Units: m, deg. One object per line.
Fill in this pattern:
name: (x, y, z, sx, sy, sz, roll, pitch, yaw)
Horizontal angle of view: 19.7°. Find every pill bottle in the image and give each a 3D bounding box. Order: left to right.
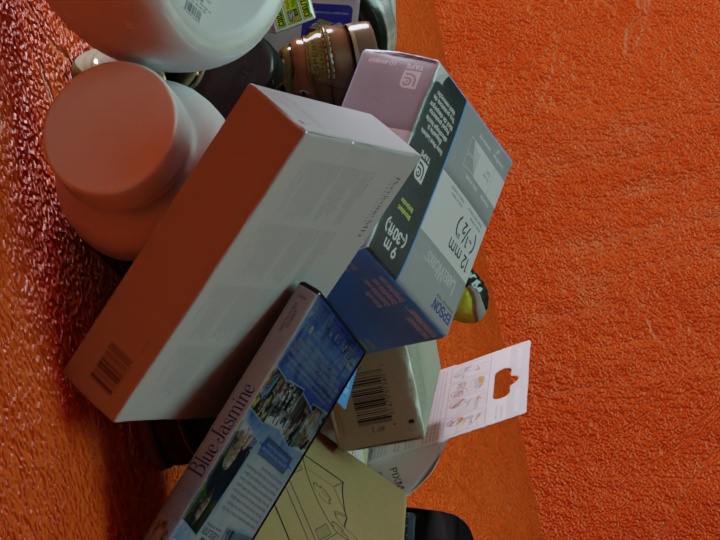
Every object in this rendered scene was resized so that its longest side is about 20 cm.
pill bottle: (-0.117, -0.047, 1.249, 0.200, 0.110, 0.112, 55, 25, -66)

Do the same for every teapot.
teapot: (-0.135, -0.209, 1.219, 0.197, 0.145, 0.202, -38, 126, -51)

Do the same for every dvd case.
dvd case: (-0.066, 0.113, 1.251, 0.201, 0.017, 0.143, -59, 162, -8)

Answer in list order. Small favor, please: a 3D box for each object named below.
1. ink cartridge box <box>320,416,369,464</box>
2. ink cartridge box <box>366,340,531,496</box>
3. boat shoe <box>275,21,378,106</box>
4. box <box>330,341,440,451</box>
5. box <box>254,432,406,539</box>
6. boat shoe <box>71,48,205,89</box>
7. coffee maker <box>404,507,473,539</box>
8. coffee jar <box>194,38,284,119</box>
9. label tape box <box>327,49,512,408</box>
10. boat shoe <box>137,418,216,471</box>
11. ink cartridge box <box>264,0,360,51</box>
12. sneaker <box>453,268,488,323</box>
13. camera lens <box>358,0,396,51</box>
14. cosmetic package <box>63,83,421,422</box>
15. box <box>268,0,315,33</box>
ink cartridge box: (-0.038, 0.116, 1.628, 0.200, 0.067, 0.118, -79, 156, -66)
ink cartridge box: (0.053, 0.136, 1.733, 0.163, 0.198, 0.058, -74, 148, -69)
boat shoe: (-0.034, -0.109, 1.448, 0.200, 0.067, 0.072, 101, -22, -59)
box: (0.017, 0.070, 1.593, 0.200, 0.068, 0.083, -63, 142, -78)
box: (-0.037, 0.174, 1.441, 0.163, 0.021, 0.200, 36, 24, -15)
boat shoe: (-0.137, -0.136, 1.377, 0.200, 0.066, 0.075, -79, 155, -67)
coffee maker: (0.041, 0.283, 1.539, 0.135, 0.191, 0.200, -60, -171, 26)
coffee jar: (-0.085, -0.099, 1.529, 0.105, 0.085, 0.200, -62, 157, -15)
label tape box: (0.019, -0.020, 1.352, 0.143, 0.066, 0.201, 47, 58, -56)
boat shoe: (-0.099, 0.059, 1.355, 0.200, 0.070, 0.071, -81, 158, -61)
ink cartridge box: (-0.055, -0.165, 1.620, 0.039, 0.098, 0.201, -100, -165, -56)
sneaker: (0.000, 0.000, 1.459, 0.075, 0.199, 0.077, 1, -112, 66)
camera lens: (-0.049, -0.233, 1.724, 0.201, 0.159, 0.161, -89, 163, -54)
cosmetic package: (-0.065, -0.005, 1.198, 0.052, 0.201, 0.150, 41, 15, 24)
box: (-0.101, -0.235, 1.502, 0.200, 0.035, 0.111, 21, -50, 63)
